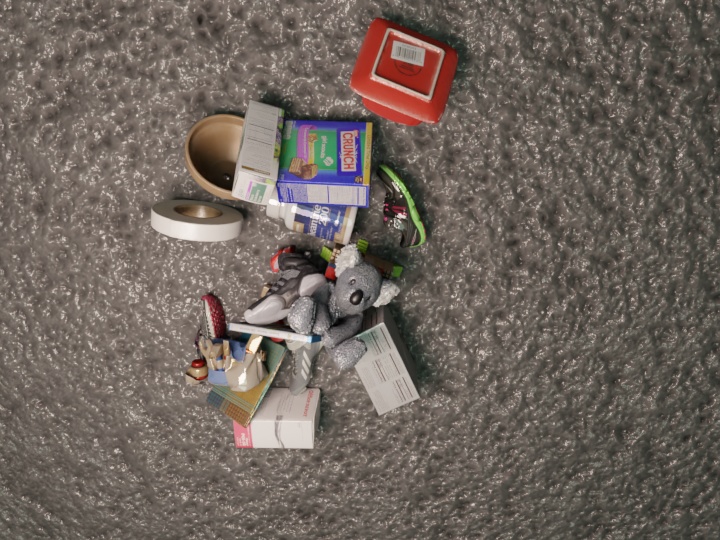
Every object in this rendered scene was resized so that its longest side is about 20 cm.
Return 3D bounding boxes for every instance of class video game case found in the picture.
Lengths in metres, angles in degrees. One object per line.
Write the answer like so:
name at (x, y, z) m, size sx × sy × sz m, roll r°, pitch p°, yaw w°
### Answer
video game case at (-0.176, 0.136, 1.254) m, size 0.193 × 0.143 × 0.018 m, roll 7°, pitch 88°, yaw 15°

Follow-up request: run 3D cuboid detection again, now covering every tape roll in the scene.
tape roll at (-0.355, -0.112, 1.221) m, size 0.196 × 0.203 × 0.038 m, roll 11°, pitch 108°, yaw -1°

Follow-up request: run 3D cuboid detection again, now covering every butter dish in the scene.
butter dish at (0.081, -0.378, 1.154) m, size 0.194 × 0.148 × 0.205 m, roll 19°, pitch 68°, yaw -2°

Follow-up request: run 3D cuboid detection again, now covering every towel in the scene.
towel at (-0.273, 0.252, 1.344) m, size 0.144 × 0.022 × 0.204 m, roll 22°, pitch 78°, yaw 30°

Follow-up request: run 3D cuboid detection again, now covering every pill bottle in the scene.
pill bottle at (-0.105, -0.136, 1.248) m, size 0.194 × 0.111 × 0.114 m, roll 15°, pitch 108°, yaw -2°

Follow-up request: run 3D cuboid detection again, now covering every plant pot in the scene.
plant pot at (-0.284, -0.228, 1.217) m, size 0.198 × 0.204 × 0.093 m, roll 31°, pitch 146°, yaw -8°

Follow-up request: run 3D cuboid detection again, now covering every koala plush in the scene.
koala plush at (-0.029, 0.060, 1.162) m, size 0.176 × 0.184 × 0.202 m, roll 38°, pitch 96°, yaw -7°

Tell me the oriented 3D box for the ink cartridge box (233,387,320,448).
ink cartridge box at (-0.201, 0.363, 1.389) m, size 0.193 × 0.147 × 0.086 m, roll 1°, pitch 110°, yaw 3°

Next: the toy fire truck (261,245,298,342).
toy fire truck at (-0.186, 0.057, 1.345) m, size 0.137 × 0.049 × 0.205 m, roll -19°, pitch 105°, yaw 10°

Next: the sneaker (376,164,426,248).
sneaker at (0.081, -0.139, 1.257) m, size 0.082 × 0.077 × 0.204 m, roll -25°, pitch 104°, yaw 6°

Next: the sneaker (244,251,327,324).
sneaker at (-0.177, 0.034, 1.245) m, size 0.196 × 0.076 × 0.115 m, roll -27°, pitch 60°, yaw -7°

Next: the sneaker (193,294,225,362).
sneaker at (-0.373, 0.160, 1.370) m, size 0.072 × 0.081 × 0.207 m, roll 1°, pitch 108°, yaw 4°

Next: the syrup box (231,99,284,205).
syrup box at (-0.208, -0.242, 1.145) m, size 0.079 × 0.205 × 0.079 m, roll 11°, pitch 145°, yaw -18°

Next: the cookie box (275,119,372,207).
cookie box at (-0.072, -0.229, 1.188) m, size 0.193 × 0.176 × 0.076 m, roll 3°, pitch 150°, yaw 1°

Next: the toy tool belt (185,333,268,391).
toy tool belt at (-0.310, 0.195, 1.291) m, size 0.193 × 0.125 × 0.127 m, roll 3°, pitch 103°, yaw 16°

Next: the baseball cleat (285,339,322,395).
baseball cleat at (-0.151, 0.208, 1.370) m, size 0.104 × 0.069 × 0.205 m, roll 18°, pitch 100°, yaw -35°

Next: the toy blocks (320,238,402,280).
toy blocks at (0.000, 0.000, 1.272) m, size 0.195 × 0.137 × 0.102 m, roll 21°, pitch 108°, yaw -4°

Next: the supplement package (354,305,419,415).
supplement package at (0.049, 0.199, 1.321) m, size 0.108 × 0.156 × 0.204 m, roll -23°, pitch 105°, yaw 9°
